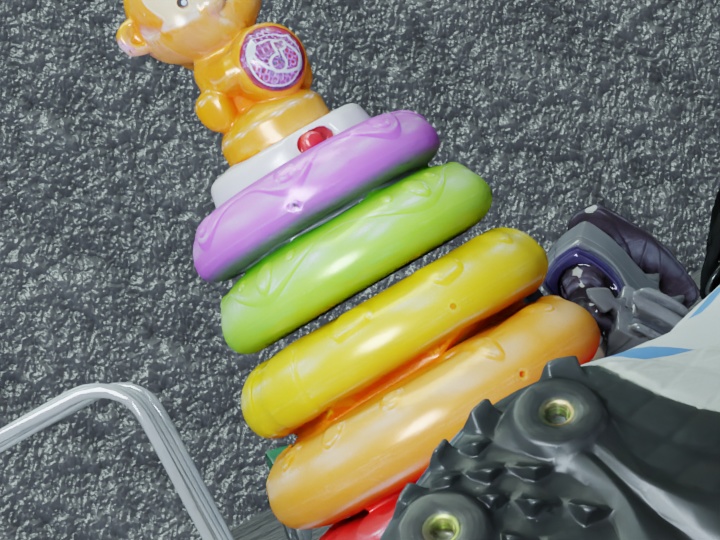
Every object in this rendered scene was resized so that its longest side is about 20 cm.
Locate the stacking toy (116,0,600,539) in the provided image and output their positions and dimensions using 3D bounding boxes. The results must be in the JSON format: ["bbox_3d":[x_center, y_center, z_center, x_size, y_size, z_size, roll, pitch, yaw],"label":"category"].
[{"bbox_3d":[0.000,0.000,0.739,0.116,0.200,0.110,-29,-1,-18],"label":"stacking toy"}]

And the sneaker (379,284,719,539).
[{"bbox_3d":[0.073,0.038,0.535,0.200,0.072,0.073,-32,-33,-38],"label":"sneaker"}]

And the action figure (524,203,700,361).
[{"bbox_3d":[0.060,0.040,0.987,0.130,0.069,0.200,-35,12,23],"label":"action figure"}]

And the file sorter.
[{"bbox_3d":[-0.118,0.121,1.157,0.139,0.125,0.200,-29,-1,-3],"label":"file sorter"}]

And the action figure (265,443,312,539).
[{"bbox_3d":[0.057,0.071,1.300,0.199,0.055,0.118,-21,-4,-7],"label":"action figure"}]

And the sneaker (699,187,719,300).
[{"bbox_3d":[0.143,-0.004,1.032,0.088,0.076,0.200,-45,-13,-22],"label":"sneaker"}]
